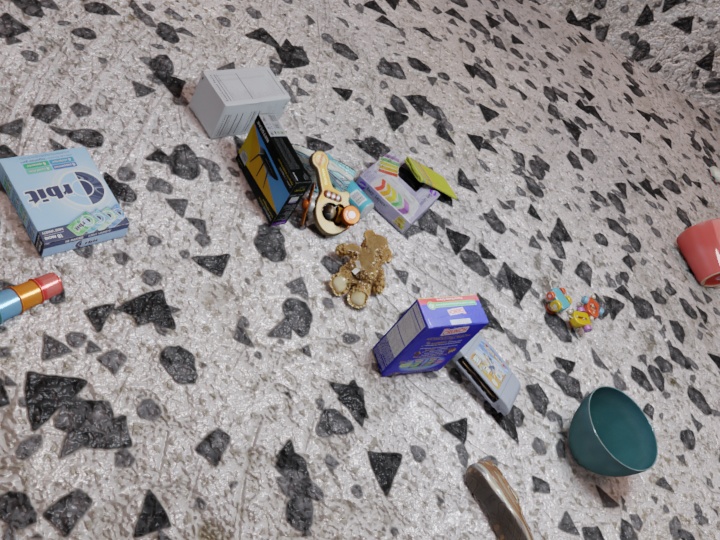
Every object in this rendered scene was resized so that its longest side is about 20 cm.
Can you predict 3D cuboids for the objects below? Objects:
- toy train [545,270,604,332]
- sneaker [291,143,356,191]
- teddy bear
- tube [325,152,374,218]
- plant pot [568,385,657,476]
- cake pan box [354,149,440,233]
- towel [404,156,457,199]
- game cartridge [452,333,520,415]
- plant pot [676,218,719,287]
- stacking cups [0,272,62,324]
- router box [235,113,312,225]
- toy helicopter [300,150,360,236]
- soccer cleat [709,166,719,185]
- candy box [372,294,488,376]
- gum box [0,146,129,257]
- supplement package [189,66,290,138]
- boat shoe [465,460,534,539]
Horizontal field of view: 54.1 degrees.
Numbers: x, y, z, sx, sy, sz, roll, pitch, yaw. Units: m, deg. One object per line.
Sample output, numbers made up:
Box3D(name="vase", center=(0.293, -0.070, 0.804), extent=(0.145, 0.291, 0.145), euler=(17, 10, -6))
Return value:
Box3D(name="toy train", center=(0.575, 0.096, 1.928), extent=(0.199, 0.056, 0.151), euler=(33, 42, -13))
Box3D(name="sneaker", center=(-0.115, -0.243, 1.707), extent=(0.198, 0.087, 0.078), euler=(23, -1, 9))
Box3D(name="teddy bear", center=(0.000, 0.000, 1.609), extent=(0.143, 0.067, 0.202), euler=(18, 53, -9))
Box3D(name="tube", center=(-0.048, -0.218, 1.758), extent=(0.077, 0.051, 0.200), euler=(-26, 68, -44))
Box3D(name="plant pot", center=(0.557, 0.386, 1.616), extent=(0.198, 0.135, 0.202), euler=(19, 48, -21))
Box3D(name="cake pan box", center=(0.098, -0.211, 1.848), extent=(0.184, 0.052, 0.200), euler=(46, 42, 2))
Box3D(name="towel", center=(0.192, -0.246, 1.910), extent=(0.199, 0.018, 0.087), euler=(17, 40, -53))
Box3D(name="game cartridge", center=(0.286, 0.222, 1.614), extent=(0.200, 0.042, 0.133), euler=(49, 36, 3))
Box3D(name="plant pot", center=(1.199, -0.053, 2.393), extent=(0.198, 0.200, 0.180), euler=(7, 62, -29))
Box3D(name="stacking cups", center=(-0.589, 0.056, 1.158), extent=(0.061, 0.061, 0.200), euler=(46, 40, 7))
Box3D(name="router box", center=(-0.198, -0.226, 1.583), extent=(0.051, 0.149, 0.202), euler=(-11, 62, -40))
Box3D(name="toy helicopter", center=(-0.088, -0.179, 1.642), extent=(0.130, 0.079, 0.203), euler=(-12, 85, -23))
Box3D(name="soccer cleat", center=(1.562, -0.377, 2.971), extent=(0.200, 0.078, 0.069), euler=(47, 44, 8))
Box3D(name="candy box", center=(0.145, 0.138, 1.486), extent=(0.167, 0.200, 0.078), euler=(-1, 56, -35))
Box3D(name="gum box", center=(-0.562, -0.136, 1.335), extent=(0.169, 0.045, 0.201), euler=(-21, 69, -43))
Box3D(name="supplement package", center=(-0.290, -0.406, 1.694), extent=(0.199, 0.110, 0.114), euler=(-20, 68, -43))
Box3D(name="boat shoe", center=(0.293, 0.470, 1.414), extent=(0.071, 0.076, 0.202), euler=(-13, 66, -43))
